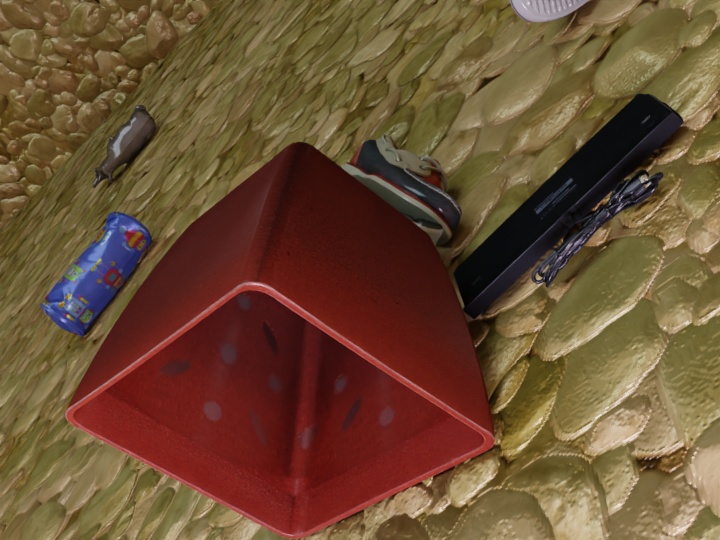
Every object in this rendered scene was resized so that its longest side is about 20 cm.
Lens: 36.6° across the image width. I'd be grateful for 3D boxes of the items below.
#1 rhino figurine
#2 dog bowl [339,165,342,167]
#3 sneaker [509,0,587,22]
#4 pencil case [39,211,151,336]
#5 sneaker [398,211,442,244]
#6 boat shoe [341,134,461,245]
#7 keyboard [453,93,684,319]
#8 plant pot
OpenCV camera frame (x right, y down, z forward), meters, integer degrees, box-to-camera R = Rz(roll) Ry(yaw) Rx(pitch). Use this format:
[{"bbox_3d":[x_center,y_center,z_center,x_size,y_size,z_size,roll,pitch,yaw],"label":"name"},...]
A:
[{"bbox_3d":[-0.495,-0.252,2.252,0.200,0.060,0.087,-53,24,-2],"label":"rhino figurine"},{"bbox_3d":[-0.073,-0.032,1.092,0.200,0.074,0.200,-40,25,22],"label":"dog bowl"},{"bbox_3d":[0.183,-0.289,1.030,0.201,0.073,0.114,-50,16,-27],"label":"sneaker"},{"bbox_3d":[-0.398,0.001,1.643,0.087,0.078,0.200,21,70,36],"label":"pencil case"},{"bbox_3d":[0.000,0.000,0.909,0.200,0.078,0.090,174,110,-74],"label":"sneaker"},{"bbox_3d":[0.042,-0.077,0.955,0.063,0.071,0.200,-40,25,-6],"label":"boat shoe"},{"bbox_3d":[0.146,-0.039,0.762,0.200,0.021,0.127,-45,17,14],"label":"keyboard"},{"bbox_3d":[-0.045,0.036,0.737,0.200,0.200,0.176,-33,34,36],"label":"plant pot"}]
